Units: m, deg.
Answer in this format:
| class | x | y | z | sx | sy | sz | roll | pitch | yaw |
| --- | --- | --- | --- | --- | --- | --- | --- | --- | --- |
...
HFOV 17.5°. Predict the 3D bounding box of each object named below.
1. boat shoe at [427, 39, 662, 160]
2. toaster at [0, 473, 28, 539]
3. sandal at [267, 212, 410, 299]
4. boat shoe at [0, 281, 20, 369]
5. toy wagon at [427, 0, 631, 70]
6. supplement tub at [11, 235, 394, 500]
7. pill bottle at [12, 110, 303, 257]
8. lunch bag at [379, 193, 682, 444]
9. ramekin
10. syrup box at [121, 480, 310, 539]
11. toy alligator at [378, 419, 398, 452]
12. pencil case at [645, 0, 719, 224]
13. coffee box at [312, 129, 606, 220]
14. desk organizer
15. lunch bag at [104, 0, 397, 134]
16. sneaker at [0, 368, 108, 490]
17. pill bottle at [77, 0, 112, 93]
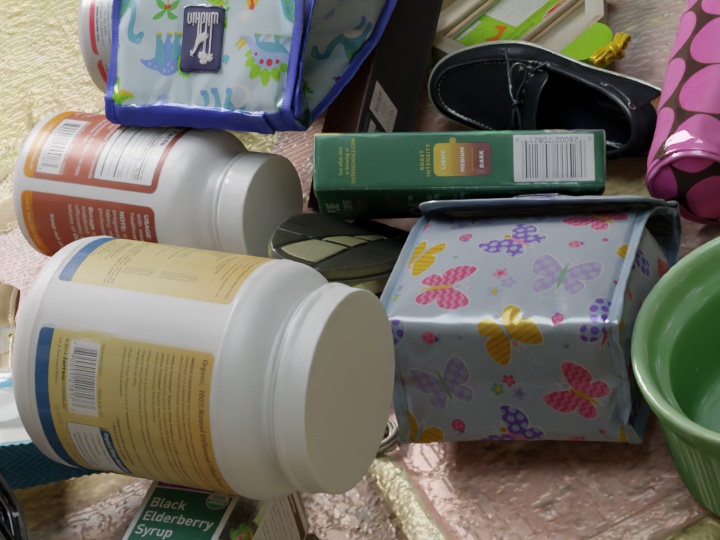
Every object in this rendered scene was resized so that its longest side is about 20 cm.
| class | x | y | z | sx | sy | sz | roll | pitch | yaw |
| --- | --- | --- | --- | --- | --- | --- | --- | --- | --- |
| boat shoe | 0.132 | -0.122 | 1.701 | 0.199 | 0.075 | 0.062 | 15 | 22 | 29 |
| toaster | -0.274 | 0.183 | 1.429 | 0.118 | 0.201 | 0.181 | -25 | 39 | 0 |
| sandal | 0.001 | 0.000 | 1.580 | 0.079 | 0.058 | 0.201 | 23 | 10 | 22 |
| boat shoe | -0.250 | 0.083 | 1.641 | 0.069 | 0.074 | 0.201 | 6 | 41 | -5 |
| toy wagon | 0.130 | -0.187 | 1.808 | 0.155 | 0.040 | 0.200 | -40 | 44 | -22 |
| supplement tub | -0.094 | 0.060 | 1.412 | 0.199 | 0.145 | 0.145 | 8 | 47 | 25 |
| pill bottle | -0.147 | -0.053 | 1.712 | 0.199 | 0.113 | 0.112 | 9 | 47 | 29 |
| lunch bag | 0.113 | 0.014 | 1.524 | 0.169 | 0.128 | 0.200 | 0 | 32 | 21 |
| ramekin | 0.270 | 0.068 | 1.416 | 0.199 | 0.098 | 0.201 | -11 | 40 | 10 |
| syrup box | -0.108 | 0.201 | 1.430 | 0.078 | 0.082 | 0.201 | 6 | 47 | 23 |
| toy alligator | -0.021 | 0.045 | 1.593 | 0.059 | 0.054 | 0.200 | -25 | 40 | -6 |
| pencil case | 0.260 | -0.117 | 1.641 | 0.090 | 0.094 | 0.201 | -15 | 39 | 37 |
| coffee box | 0.067 | -0.066 | 1.606 | 0.199 | 0.123 | 0.044 | -1 | 83 | 3 |
| desk organizer | -0.002 | -0.149 | 1.756 | 0.077 | 0.072 | 0.201 | -7 | 53 | 29 |
| lunch bag | -0.083 | -0.185 | 1.693 | 0.169 | 0.128 | 0.201 | 3 | 58 | 31 |
| sneaker | -0.163 | 0.090 | 1.547 | 0.199 | 0.077 | 0.081 | -2 | 54 | -11 |
| pill bottle | -0.117 | -0.198 | 1.866 | 0.199 | 0.109 | 0.109 | -2 | 43 | 20 |
